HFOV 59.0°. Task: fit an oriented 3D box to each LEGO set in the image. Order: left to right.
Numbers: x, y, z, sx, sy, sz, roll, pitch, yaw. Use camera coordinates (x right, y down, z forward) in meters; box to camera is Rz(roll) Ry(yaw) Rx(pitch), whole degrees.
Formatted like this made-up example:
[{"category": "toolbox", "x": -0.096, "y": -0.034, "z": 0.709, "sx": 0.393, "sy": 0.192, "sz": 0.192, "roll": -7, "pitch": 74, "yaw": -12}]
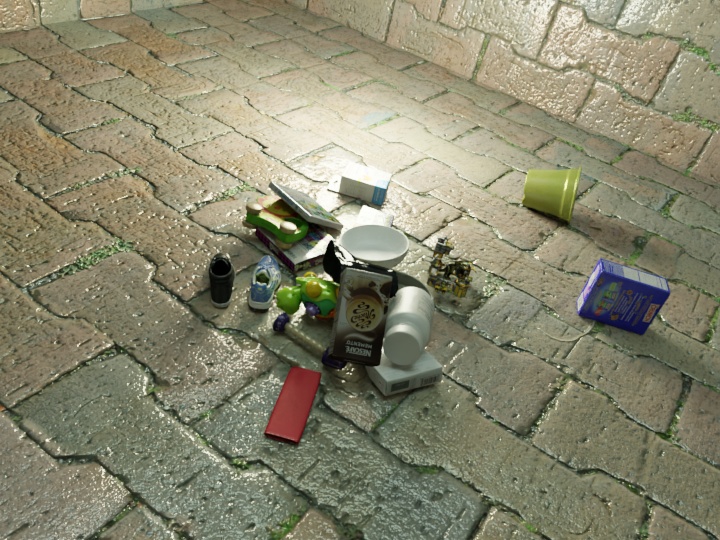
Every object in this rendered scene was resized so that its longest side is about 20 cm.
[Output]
[{"category": "LEGO set", "x": 0.259, "y": -0.020, "z": 1.800, "sx": 0.152, "sy": 0.117, "sz": 0.200, "roll": 21, "pitch": 24, "yaw": 13}]

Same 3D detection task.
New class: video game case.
[{"category": "video game case", "x": -0.176, "y": -0.084, "z": 1.833, "sx": 0.180, "sy": 0.036, "sz": 0.200, "roll": -20, "pitch": 48, "yaw": -38}, {"category": "video game case", "x": -0.160, "y": -0.191, "z": 1.905, "sx": 0.182, "sy": 0.022, "sz": 0.199, "roll": 41, "pitch": 14, "yaw": 24}]

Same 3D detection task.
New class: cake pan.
[{"category": "cake pan", "x": 0.099, "y": 0.074, "z": 1.717, "sx": 0.197, "sy": 0.037, "sz": 0.201, "roll": 9, "pitch": 37, "yaw": -7}]

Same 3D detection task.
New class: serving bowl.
[{"category": "serving bowl", "x": 0.038, "y": -0.054, "z": 1.807, "sx": 0.197, "sy": 0.067, "sz": 0.201, "roll": 3, "pitch": 32, "yaw": -2}]

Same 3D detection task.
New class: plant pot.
[{"category": "plant pot", "x": 0.682, "y": -0.285, "z": 2.287, "sx": 0.182, "sy": 0.203, "sz": 0.201, "roll": 12, "pitch": 34, "yaw": 17}]

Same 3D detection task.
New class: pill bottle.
[{"category": "pill bottle", "x": 0.112, "y": 0.133, "z": 1.516, "sx": 0.113, "sy": 0.116, "sz": 0.200, "roll": 17, "pitch": 28, "yaw": 4}]

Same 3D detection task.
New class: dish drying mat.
[{"category": "dish drying mat", "x": -0.142, "y": 0.286, "z": 1.371, "sx": 0.076, "sy": 0.018, "sz": 0.201, "roll": 15, "pitch": 37, "yaw": 2}]

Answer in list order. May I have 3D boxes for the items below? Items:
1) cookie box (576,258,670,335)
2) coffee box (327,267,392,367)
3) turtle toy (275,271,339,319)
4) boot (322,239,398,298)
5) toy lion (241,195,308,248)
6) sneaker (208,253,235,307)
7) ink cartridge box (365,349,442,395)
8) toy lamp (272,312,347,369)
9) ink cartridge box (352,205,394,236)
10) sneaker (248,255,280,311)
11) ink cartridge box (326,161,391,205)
[{"category": "cookie box", "x": 0.749, "y": 0.077, "z": 1.826, "sx": 0.197, "sy": 0.173, "sz": 0.076, "roll": 18, "pitch": 39, "yaw": 4}, {"category": "coffee box", "x": -0.001, "y": 0.108, "z": 1.441, "sx": 0.111, "sy": 0.080, "sz": 0.203, "roll": 11, "pitch": 76, "yaw": -10}, {"category": "turtle toy", "x": -0.113, "y": 0.068, "z": 1.595, "sx": 0.197, "sy": 0.103, "sz": 0.146, "roll": 8, "pitch": 10, "yaw": -10}, {"category": "boot", "x": 0.000, "y": 0.000, "z": 1.606, "sx": 0.166, "sy": 0.077, "sz": 0.200, "roll": 17, "pitch": 16, "yaw": -22}, {"category": "toy lion", "x": -0.230, "y": -0.153, "z": 1.832, "sx": 0.199, "sy": 0.069, "sz": 0.191, "roll": 30, "pitch": 30, "yaw": 20}, {"category": "sneaker", "x": -0.351, "y": -0.007, "z": 1.619, "sx": 0.070, "sy": 0.100, "sz": 0.201, "roll": 2, "pitch": 37, "yaw": -13}, {"category": "ink cartridge box", "x": 0.080, "y": 0.211, "z": 1.535, "sx": 0.161, "sy": 0.058, "sz": 0.200, "roll": -9, "pitch": 27, "yaw": -28}, {"category": "toy lamp", "x": -0.116, "y": 0.168, "z": 1.502, "sx": 0.199, "sy": 0.059, "sz": 0.058, "roll": 31, "pitch": 39, "yaw": 20}, {"category": "ink cartridge box", "x": 0.031, "y": -0.116, "z": 1.935, "sx": 0.108, "sy": 0.051, "sz": 0.201, "roll": 18, "pitch": 36, "yaw": 4}, {"category": "sneaker", "x": -0.242, "y": 0.018, "z": 1.642, "sx": 0.075, "sy": 0.078, "sz": 0.201, "roll": 7, "pitch": 35, "yaw": -7}, {"category": "ink cartridge box", "x": -0.003, "y": -0.301, "z": 2.153, "sx": 0.197, "sy": 0.069, "sz": 0.116, "roll": 16, "pitch": 36, "yaw": 3}]
